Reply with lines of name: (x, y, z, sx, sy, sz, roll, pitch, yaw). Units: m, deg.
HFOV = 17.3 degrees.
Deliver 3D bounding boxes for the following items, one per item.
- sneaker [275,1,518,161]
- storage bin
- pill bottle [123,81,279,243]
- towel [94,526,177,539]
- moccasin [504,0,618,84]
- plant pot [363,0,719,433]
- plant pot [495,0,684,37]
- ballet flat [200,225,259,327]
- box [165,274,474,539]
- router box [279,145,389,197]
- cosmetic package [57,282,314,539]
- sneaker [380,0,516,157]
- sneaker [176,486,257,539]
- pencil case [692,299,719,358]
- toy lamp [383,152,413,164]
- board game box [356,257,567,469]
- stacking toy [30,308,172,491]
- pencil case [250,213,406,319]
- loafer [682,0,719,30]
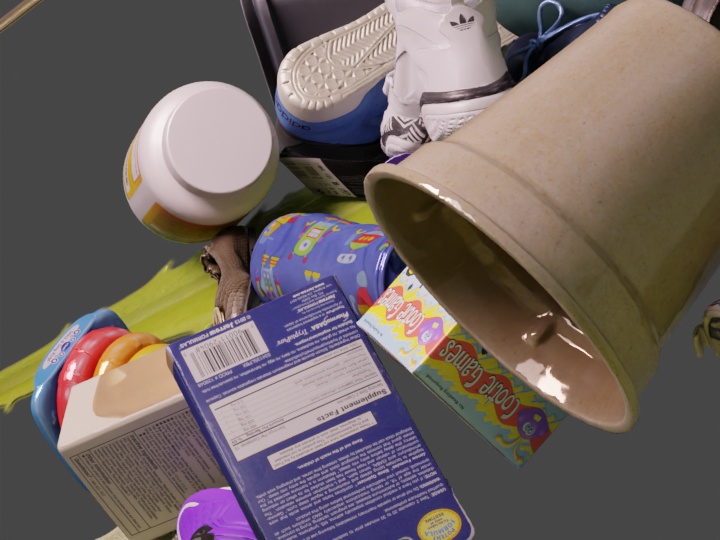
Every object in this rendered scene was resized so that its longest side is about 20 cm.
sneaker: (0.029, -0.141, 1.699, 0.199, 0.077, 0.111, -25, -17, -16)
storage bin: (-0.029, -0.228, 1.980, 0.134, 0.146, 0.200, -16, 30, 2)
pill bottle: (-0.124, -0.087, 1.868, 0.111, 0.111, 0.200, -54, 5, -12)
towel: (-0.144, 0.221, 1.636, 0.148, 0.036, 0.200, -41, 27, 16)
moccasin: (0.121, -0.125, 1.585, 0.081, 0.068, 0.200, -50, 0, -30)
plant pot: (0.136, -0.045, 1.318, 0.184, 0.201, 0.200, -45, 25, -13)
plant pot: (0.189, -0.247, 1.594, 0.161, 0.201, 0.201, 12, 63, 46)
ballet flat: (-0.099, 0.018, 1.791, 0.046, 0.068, 0.200, -2, 25, -2)
box: (-0.026, 0.110, 1.470, 0.121, 0.032, 0.200, -23, 64, -14)
router box: (0.040, -0.125, 1.805, 0.149, 0.051, 0.200, -54, 27, -16)
cosmetic package: (-0.093, 0.098, 1.604, 0.199, 0.105, 0.071, -22, 31, 18)
sneaker: (0.051, -0.140, 1.567, 0.075, 0.116, 0.200, -12, 1, -13)
sneaker: (-0.093, 0.193, 1.482, 0.200, 0.099, 0.070, 44, 124, 56)
pencil case: (0.264, -0.023, 1.293, 0.089, 0.078, 0.200, 25, 75, 45)
toy lamp: (0.062, -0.056, 1.573, 0.058, 0.058, 0.200, -41, -9, 14)
board game box: (0.112, 0.002, 1.464, 0.200, 0.103, 0.105, -49, 26, -1)
stacking toy: (-0.135, 0.097, 1.743, 0.199, 0.110, 0.116, 1, 43, 39)
pencil case: (0.000, 0.000, 1.666, 0.087, 0.078, 0.200, -56, 27, -16)
loafer: (0.273, -0.190, 1.511, 0.200, 0.073, 0.071, -55, 25, -14)
